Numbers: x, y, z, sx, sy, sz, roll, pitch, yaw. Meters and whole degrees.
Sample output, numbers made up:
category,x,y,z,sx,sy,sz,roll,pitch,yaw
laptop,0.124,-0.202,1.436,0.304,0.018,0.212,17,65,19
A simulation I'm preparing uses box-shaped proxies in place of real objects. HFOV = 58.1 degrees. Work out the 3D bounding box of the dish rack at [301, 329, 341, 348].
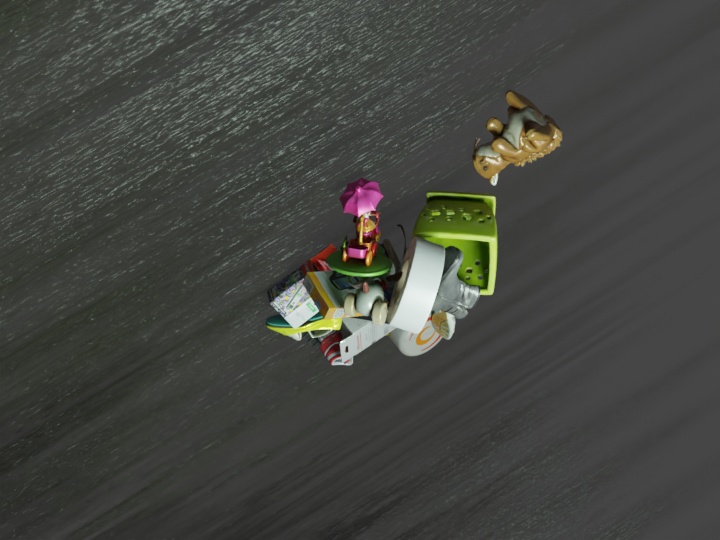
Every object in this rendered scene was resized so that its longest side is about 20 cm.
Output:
category,x,y,z,sx,sy,sz,roll,pitch,yaw
dish rack,-0.079,0.122,1.738,0.198,0.055,0.154,-36,151,1

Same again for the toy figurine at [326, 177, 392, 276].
category,x,y,z,sx,sy,sz,roll,pitch,yaw
toy figurine,0.009,-0.111,1.425,0.200,0.146,0.189,-52,149,-65

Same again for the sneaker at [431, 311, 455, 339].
category,x,y,z,sx,sy,sz,roll,pitch,yaw
sneaker,0.245,0.102,1.775,0.087,0.075,0.203,-36,139,-28

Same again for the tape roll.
category,x,y,z,sx,sy,sz,roll,pitch,yaw
tape roll,0.120,0.033,1.428,0.069,0.205,0.205,17,135,-4

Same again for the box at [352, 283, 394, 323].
category,x,y,z,sx,sy,sz,roll,pitch,yaw
box,0.066,0.073,1.627,0.157,0.196,0.051,-36,125,-51

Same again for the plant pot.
category,x,y,z,sx,sy,sz,roll,pitch,yaw
plant pot,0.234,-0.078,1.563,0.195,0.184,0.202,5,139,13

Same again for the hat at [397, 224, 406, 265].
category,x,y,z,sx,sy,sz,roll,pitch,yaw
hat,0.136,-0.041,1.743,0.164,0.180,0.199,-25,-177,-33

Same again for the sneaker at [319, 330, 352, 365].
category,x,y,z,sx,sy,sz,roll,pitch,yaw
sneaker,-0.019,0.191,1.827,0.197,0.114,0.072,-31,150,-3

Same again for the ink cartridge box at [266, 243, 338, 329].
category,x,y,z,sx,sy,sz,roll,pitch,yaw
ink cartridge box,-0.115,0.039,1.556,0.198,0.051,0.109,-36,127,6

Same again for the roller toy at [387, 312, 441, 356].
category,x,y,z,sx,sy,sz,roll,pitch,yaw
roller toy,0.155,0.143,1.895,0.200,0.140,0.182,-44,141,2

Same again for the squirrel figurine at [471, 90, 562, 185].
category,x,y,z,sx,sy,sz,roll,pitch,yaw
squirrel figurine,0.356,-0.283,1.496,0.197,0.144,0.187,3,141,-41

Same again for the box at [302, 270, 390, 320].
category,x,y,z,sx,sy,sz,roll,pitch,yaw
box,-0.026,0.052,1.508,0.196,0.120,0.042,-1,133,-39

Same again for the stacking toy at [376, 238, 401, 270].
category,x,y,z,sx,sy,sz,roll,pitch,yaw
stacking toy,0.000,0.000,1.627,0.196,0.087,0.086,-26,150,2

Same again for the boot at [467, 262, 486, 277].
category,x,y,z,sx,sy,sz,roll,pitch,yaw
boot,0.320,-0.031,1.728,0.197,0.097,0.076,-24,139,-36

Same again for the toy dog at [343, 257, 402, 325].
category,x,y,z,sx,sy,sz,roll,pitch,yaw
toy dog,0.029,0.027,1.425,0.128,0.202,0.098,0,126,1

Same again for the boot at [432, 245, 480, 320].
category,x,y,z,sx,sy,sz,roll,pitch,yaw
boot,0.225,0.028,1.507,0.128,0.071,0.202,12,138,-16

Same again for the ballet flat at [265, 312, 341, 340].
category,x,y,z,sx,sy,sz,roll,pitch,yaw
ballet flat,-0.141,0.141,1.640,0.194,0.067,0.069,-9,116,-4

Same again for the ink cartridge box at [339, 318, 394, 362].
category,x,y,z,sx,sy,sz,roll,pitch,yaw
ink cartridge box,0.011,0.147,1.742,0.197,0.067,0.117,-31,149,-18
